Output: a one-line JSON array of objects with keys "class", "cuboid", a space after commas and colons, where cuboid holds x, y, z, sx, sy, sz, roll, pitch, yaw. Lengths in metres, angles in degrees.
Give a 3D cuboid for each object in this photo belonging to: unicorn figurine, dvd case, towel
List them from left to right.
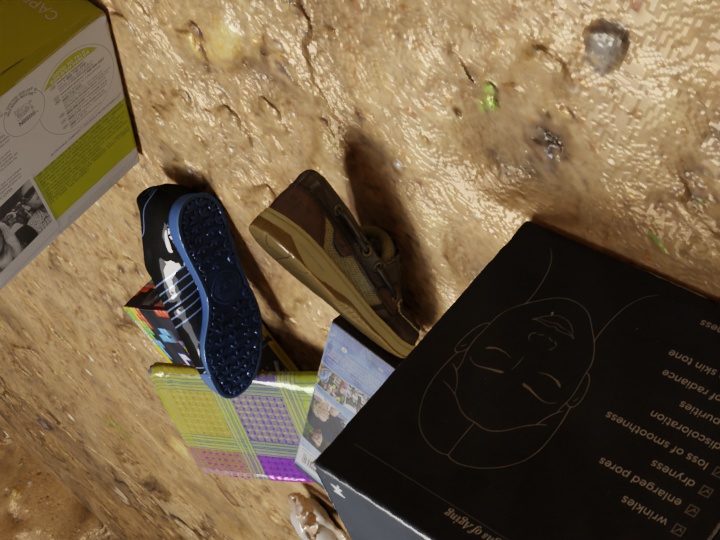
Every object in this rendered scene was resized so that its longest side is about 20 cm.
[{"class": "towel", "cuboid": [-0.101, 0.144, 1.169, 0.199, 0.023, 0.144, 0, 127, 29]}, {"class": "unicorn figurine", "cuboid": [-0.047, 0.336, 1.501, 0.137, 0.074, 0.201, 35, 143, 43]}, {"class": "dvd case", "cuboid": [0.015, 0.146, 1.052, 0.143, 0.018, 0.200, 36, 136, 20]}]

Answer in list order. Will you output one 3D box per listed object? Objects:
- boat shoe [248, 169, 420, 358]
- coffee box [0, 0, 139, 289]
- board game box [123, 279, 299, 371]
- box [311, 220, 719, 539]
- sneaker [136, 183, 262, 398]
[{"class": "boat shoe", "cuboid": [0.000, 0.000, 0.850, 0.073, 0.065, 0.200, 35, 175, 34]}, {"class": "coffee box", "cuboid": [-0.325, -0.134, 0.986, 0.199, 0.200, 0.198, 35, 155, 19]}, {"class": "board game box", "cuboid": [-0.131, 0.096, 1.237, 0.200, 0.057, 0.165, 53, 156, -20]}, {"class": "box", "cuboid": [0.119, 0.108, 0.669, 0.200, 0.197, 0.124, 28, 152, 35]}, {"class": "sneaker", "cuboid": [-0.143, 0.016, 1.079, 0.078, 0.070, 0.201, 18, 126, 44]}]
